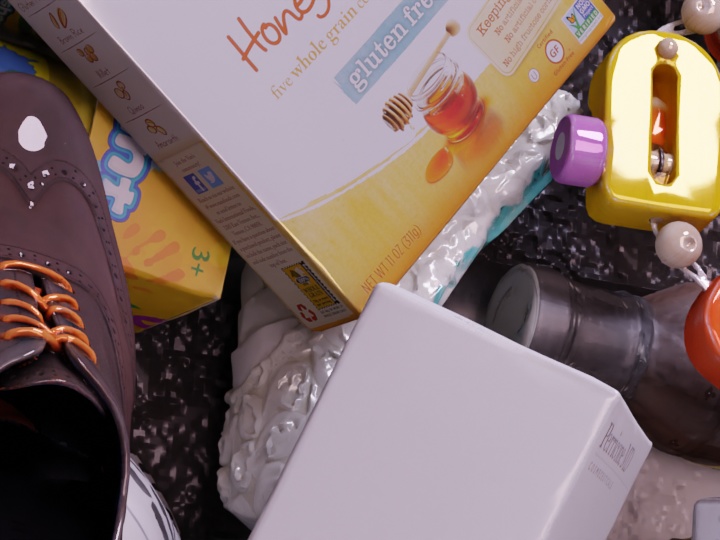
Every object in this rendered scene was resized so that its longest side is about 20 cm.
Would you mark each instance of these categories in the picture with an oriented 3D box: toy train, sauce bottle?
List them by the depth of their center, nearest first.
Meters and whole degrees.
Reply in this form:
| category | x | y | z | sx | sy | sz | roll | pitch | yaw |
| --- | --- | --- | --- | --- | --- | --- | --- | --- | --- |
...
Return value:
| category | x | y | z | sx | sy | sz | roll | pitch | yaw |
| --- | --- | --- | --- | --- | --- | --- | --- | --- | --- |
| toy train | 0.142 | -0.033 | 0.880 | 0.150 | 0.056 | 0.200 | 33 | 65 | -3 |
| sauce bottle | 0.137 | 0.039 | 0.916 | 0.199 | 0.065 | 0.065 | 17 | 73 | -22 |

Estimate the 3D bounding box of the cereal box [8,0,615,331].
| category | x | y | z | sx | sy | sz | roll | pitch | yaw |
| --- | --- | --- | --- | --- | --- | --- | --- | --- | --- |
| cereal box | -0.030 | -0.102 | 0.794 | 0.200 | 0.039 | 0.144 | 48 | 62 | -15 |

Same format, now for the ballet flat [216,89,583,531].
| category | x | y | z | sx | sy | sz | roll | pitch | yaw |
| --- | --- | --- | --- | --- | --- | --- | --- | --- | --- |
| ballet flat | 0.000 | 0.000 | 0.860 | 0.072 | 0.072 | 0.200 | 46 | 57 | -11 |

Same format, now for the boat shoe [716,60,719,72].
| category | x | y | z | sx | sy | sz | roll | pitch | yaw |
| --- | --- | --- | --- | --- | --- | --- | --- | --- | --- |
| boat shoe | 0.209 | -0.017 | 0.939 | 0.200 | 0.075 | 0.062 | 38 | 37 | -4 |

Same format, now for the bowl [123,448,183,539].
| category | x | y | z | sx | sy | sz | roll | pitch | yaw |
| --- | --- | --- | --- | --- | --- | --- | --- | --- | --- |
| bowl | -0.122 | 0.109 | 0.760 | 0.200 | 0.094 | 0.202 | 5 | 78 | -24 |

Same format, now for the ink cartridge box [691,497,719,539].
| category | x | y | z | sx | sy | sz | roll | pitch | yaw |
| --- | --- | --- | --- | --- | --- | --- | --- | --- | --- |
| ink cartridge box | 0.169 | 0.190 | 0.874 | 0.199 | 0.040 | 0.201 | 21 | 71 | -48 |

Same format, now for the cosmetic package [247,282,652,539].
| category | x | y | z | sx | sy | sz | roll | pitch | yaw |
| --- | --- | --- | --- | --- | --- | --- | --- | --- | --- |
| cosmetic package | 0.004 | 0.114 | 0.766 | 0.081 | 0.113 | 0.201 | 27 | 87 | 15 |

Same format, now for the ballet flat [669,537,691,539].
| category | x | y | z | sx | sy | sz | roll | pitch | yaw |
| --- | --- | --- | --- | --- | --- | --- | --- | --- | --- |
| ballet flat | 0.064 | 0.134 | 0.865 | 0.200 | 0.071 | 0.071 | -41 | 98 | -26 |

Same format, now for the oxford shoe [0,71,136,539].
| category | x | y | z | sx | sy | sz | roll | pitch | yaw |
| --- | --- | --- | --- | --- | --- | --- | --- | --- | --- |
| oxford shoe | -0.085 | 0.025 | 0.709 | 0.071 | 0.073 | 0.201 | 7 | 59 | -23 |

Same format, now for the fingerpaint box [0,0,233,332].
| category | x | y | z | sx | sy | sz | roll | pitch | yaw |
| --- | --- | --- | --- | --- | --- | --- | --- | --- | --- |
| fingerpaint box | -0.108 | -0.102 | 0.818 | 0.166 | 0.073 | 0.201 | 19 | 72 | -22 |
